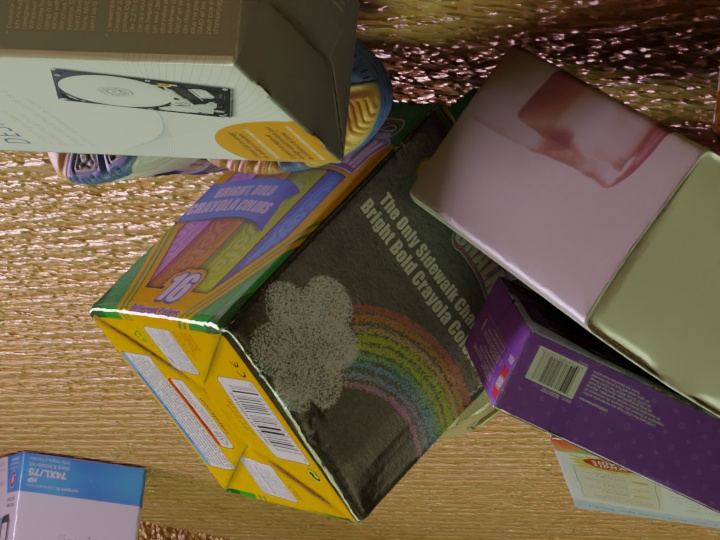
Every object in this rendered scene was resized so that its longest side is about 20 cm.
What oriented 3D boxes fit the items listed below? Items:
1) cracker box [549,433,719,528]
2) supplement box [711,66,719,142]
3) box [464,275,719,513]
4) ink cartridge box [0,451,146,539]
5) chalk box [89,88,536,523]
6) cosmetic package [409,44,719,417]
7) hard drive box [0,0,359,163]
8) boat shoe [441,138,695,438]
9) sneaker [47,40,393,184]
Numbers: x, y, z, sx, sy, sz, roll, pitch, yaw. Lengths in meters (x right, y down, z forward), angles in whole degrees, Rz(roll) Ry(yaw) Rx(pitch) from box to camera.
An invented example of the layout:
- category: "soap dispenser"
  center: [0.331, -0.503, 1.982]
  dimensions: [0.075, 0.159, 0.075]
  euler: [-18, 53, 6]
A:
- category: "cracker box"
  center: [0.169, 0.085, 1.436]
  dimensions: [0.134, 0.058, 0.200]
  euler: [7, 166, 9]
- category: "supplement box"
  center: [0.196, -0.065, 1.211]
  dimensions: [0.069, 0.067, 0.200]
  euler: [2, 170, 20]
- category: "box"
  center: [0.146, 0.071, 1.246]
  dimensions: [0.200, 0.039, 0.137]
  euler: [25, -173, -6]
- category: "ink cartridge box"
  center: [-0.337, 0.315, 3.228]
  dimensions: [0.146, 0.200, 0.147]
  euler: [10, 169, -19]
- category: "chalk box"
  center: [0.000, 0.000, 1.344]
  dimensions: [0.124, 0.200, 0.125]
  euler: [5, 135, 55]
- category: "cosmetic package"
  center: [0.113, -0.017, 1.209]
  dimensions: [0.103, 0.087, 0.200]
  euler: [33, -176, -26]
- category: "hard drive box"
  center: [-0.117, -0.100, 1.165]
  dimensions: [0.200, 0.077, 0.156]
  euler: [3, 169, 17]
- category: "boat shoe"
  center: [0.098, 0.008, 1.432]
  dimensions: [0.200, 0.071, 0.065]
  euler: [-37, 142, 11]
- category: "sneaker"
  center: [-0.052, -0.081, 1.306]
  dimensions: [0.200, 0.075, 0.088]
  euler: [0, -175, 42]
